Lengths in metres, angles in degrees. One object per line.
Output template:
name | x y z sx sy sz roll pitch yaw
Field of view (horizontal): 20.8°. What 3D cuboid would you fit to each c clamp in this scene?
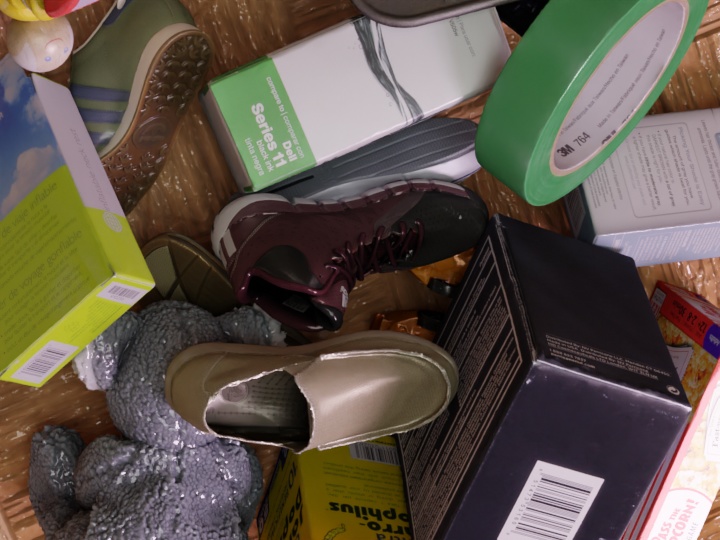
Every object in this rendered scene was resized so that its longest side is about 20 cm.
c clamp | 0.054 -0.244 1.299 0.199 0.027 0.171 -8 68 4

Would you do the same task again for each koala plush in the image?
koala plush | -0.135 0.112 1.377 0.177 0.184 0.201 7 106 -14

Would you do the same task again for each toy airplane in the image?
toy airplane | -0.234 -0.198 1.286 0.199 0.199 0.141 -11 113 10

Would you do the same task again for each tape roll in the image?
tape roll | 0.160 -0.137 1.337 0.048 0.200 0.201 39 95 17

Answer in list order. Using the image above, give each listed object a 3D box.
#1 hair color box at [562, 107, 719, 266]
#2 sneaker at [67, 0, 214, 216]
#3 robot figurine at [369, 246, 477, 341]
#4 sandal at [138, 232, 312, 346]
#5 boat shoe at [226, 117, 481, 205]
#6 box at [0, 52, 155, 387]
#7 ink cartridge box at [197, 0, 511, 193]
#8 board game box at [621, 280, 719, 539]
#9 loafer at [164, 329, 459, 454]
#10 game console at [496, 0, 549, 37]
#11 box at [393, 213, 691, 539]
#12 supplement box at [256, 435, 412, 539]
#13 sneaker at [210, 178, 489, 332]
hair color box | 0.253 -0.064 1.454 0.199 0.061 0.099 -7 62 -9
sneaker | -0.175 -0.118 1.380 0.067 0.090 0.200 -1 136 -43
robot figurine | 0.114 0.033 1.477 0.199 0.058 0.145 14 101 -13
sandal | -0.089 0.035 1.438 0.080 0.054 0.200 -33 124 31
boat shoe | 0.000 -0.056 1.436 0.199 0.072 0.062 -18 128 -1
box | -0.227 -0.036 1.330 0.122 0.200 0.048 -39 149 22
ink cartridge box | -0.004 -0.129 1.358 0.200 0.147 0.083 -24 94 -5
board game box | 0.230 0.124 1.475 0.046 0.152 0.200 19 99 -15
loafer | -0.029 0.087 1.302 0.199 0.068 0.076 -3 117 -11
game console | 0.128 -0.287 1.371 0.200 0.176 0.116 -47 139 4
box | 0.119 0.102 1.354 0.123 0.199 0.200 17 118 -15
supplement box | -0.005 0.209 1.412 0.109 0.200 0.109 11 119 -14
sneaker | 0.000 0.000 1.359 0.199 0.116 0.076 -6 129 -7
